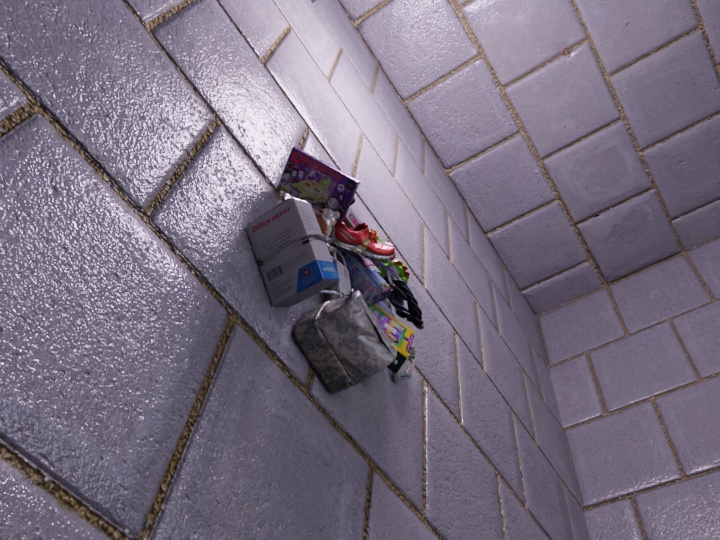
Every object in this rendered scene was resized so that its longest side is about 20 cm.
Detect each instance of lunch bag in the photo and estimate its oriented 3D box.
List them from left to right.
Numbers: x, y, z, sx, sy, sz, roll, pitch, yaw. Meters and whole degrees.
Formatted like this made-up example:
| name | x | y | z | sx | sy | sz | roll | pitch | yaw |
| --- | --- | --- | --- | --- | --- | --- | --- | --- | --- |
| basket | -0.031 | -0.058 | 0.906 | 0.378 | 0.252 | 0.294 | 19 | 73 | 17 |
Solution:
| name | x | y | z | sx | sy | sz | roll | pitch | yaw |
| --- | --- | --- | --- | --- | --- | --- | --- | --- | --- |
| lunch bag | -0.027 | 0.159 | 1.418 | 0.201 | 0.167 | 0.139 | 59 | 22 | -10 |

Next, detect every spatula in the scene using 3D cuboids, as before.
| name | x | y | z | sx | sy | sz | roll | pitch | yaw |
| --- | --- | --- | --- | --- | --- | --- | --- | --- | --- |
| spatula | 0.086 | 0.027 | 1.713 | 0.056 | 0.021 | 0.200 | 24 | -23 | 42 |

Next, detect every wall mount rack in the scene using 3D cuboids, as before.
| name | x | y | z | sx | sy | sz | roll | pitch | yaw |
| --- | --- | --- | --- | --- | --- | --- | --- | --- | --- |
| wall mount rack | -0.083 | 0.027 | 1.580 | 0.174 | 0.074 | 0.201 | 44 | 28 | -48 |

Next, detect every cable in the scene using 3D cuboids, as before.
| name | x | y | z | sx | sy | sz | roll | pitch | yaw |
| --- | --- | --- | --- | --- | --- | --- | --- | --- | --- |
| cable | 0.128 | 0.097 | 1.854 | 0.163 | 0.051 | 0.201 | 49 | -15 | 37 |

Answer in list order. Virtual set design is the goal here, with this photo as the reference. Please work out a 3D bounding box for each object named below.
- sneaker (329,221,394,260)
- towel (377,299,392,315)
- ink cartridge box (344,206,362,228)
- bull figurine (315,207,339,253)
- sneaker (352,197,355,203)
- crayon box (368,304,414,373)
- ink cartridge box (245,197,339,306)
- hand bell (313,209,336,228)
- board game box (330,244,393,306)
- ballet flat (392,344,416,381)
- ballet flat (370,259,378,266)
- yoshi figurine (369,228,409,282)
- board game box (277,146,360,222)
| name | x | y | z | sx | sy | sz | roll | pitch | yaw |
| --- | --- | --- | --- | --- | --- | --- | --- | --- | --- |
| sneaker | 0.014 | -0.083 | 1.660 | 0.199 | 0.085 | 0.077 | 15 | 8 | -28 |
| towel | 0.060 | 0.092 | 1.887 | 0.147 | 0.024 | 0.201 | 47 | 27 | -38 |
| ink cartridge box | -0.040 | -0.133 | 1.722 | 0.037 | 0.094 | 0.200 | -50 | 118 | -20 |
| bull figurine | -0.125 | -0.094 | 1.521 | 0.199 | 0.065 | 0.122 | -16 | 50 | -32 |
| sneaker | -0.076 | -0.248 | 1.869 | 0.115 | 0.076 | 0.199 | 68 | 12 | 12 |
| crayon box | 0.049 | 0.164 | 1.617 | 0.172 | 0.058 | 0.200 | 34 | 17 | 2 |
| ink cartridge box | -0.153 | -0.040 | 1.388 | 0.084 | 0.145 | 0.201 | 7 | 59 | -62 |
| hand bell | -0.135 | -0.096 | 1.606 | 0.105 | 0.104 | 0.200 | 59 | 34 | -10 |
| board game box | 0.000 | 0.000 | 1.740 | 0.200 | 0.062 | 0.200 | 46 | 13 | 8 |
| ballet flat | 0.132 | 0.250 | 1.806 | 0.072 | 0.071 | 0.200 | 53 | 26 | -24 |
| ballet flat | 0.051 | -0.061 | 1.983 | 0.201 | 0.065 | 0.071 | 58 | 20 | -12 |
| yoshi figurine | 0.063 | -0.023 | 1.898 | 0.200 | 0.112 | 0.112 | 47 | -7 | -22 |
| board game box | -0.110 | -0.223 | 1.607 | 0.199 | 0.121 | 0.032 | 29 | 17 | 11 |
